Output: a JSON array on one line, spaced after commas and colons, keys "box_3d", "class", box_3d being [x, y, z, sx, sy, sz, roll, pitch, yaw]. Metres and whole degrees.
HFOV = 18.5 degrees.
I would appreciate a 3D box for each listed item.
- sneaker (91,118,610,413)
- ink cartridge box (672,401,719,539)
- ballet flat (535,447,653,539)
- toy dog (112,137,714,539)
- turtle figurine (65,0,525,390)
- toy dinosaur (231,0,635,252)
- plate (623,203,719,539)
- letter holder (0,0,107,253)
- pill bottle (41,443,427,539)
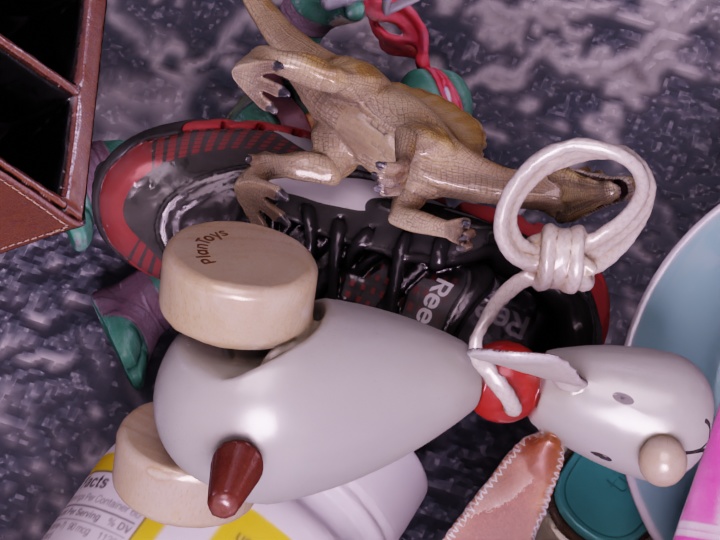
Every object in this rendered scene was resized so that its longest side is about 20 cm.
[{"box_3d": [0.000, 0.000, 0.781, 0.199, 0.098, 0.071, 19, 101, -8], "class": "sneaker"}, {"box_3d": [0.176, 0.036, 0.749, 0.094, 0.037, 0.201, 15, 66, 19], "class": "ink cartridge box"}, {"box_3d": [0.129, 0.044, 0.837, 0.069, 0.070, 0.200, 41, 65, 20], "class": "ballet flat"}, {"box_3d": [0.017, 0.048, 0.690, 0.198, 0.133, 0.097, -12, 33, 0], "class": "toy dog"}, {"box_3d": [-0.018, -0.039, 0.866, 0.199, 0.101, 0.151, -24, 101, -8], "class": "turtle figurine"}, {"box_3d": [-0.004, -0.054, 0.764, 0.199, 0.059, 0.101, 36, 33, 22], "class": "toy dinosaur"}, {"box_3d": [0.189, 0.050, 0.773, 0.198, 0.026, 0.202, -4, 63, 7], "class": "plate"}, {"box_3d": [-0.215, -0.063, 0.806, 0.199, 0.142, 0.101, -17, 56, 32], "class": "letter holder"}, {"box_3d": [-0.067, 0.129, 0.768, 0.114, 0.115, 0.201, 30, 67, 15], "class": "pill bottle"}]
